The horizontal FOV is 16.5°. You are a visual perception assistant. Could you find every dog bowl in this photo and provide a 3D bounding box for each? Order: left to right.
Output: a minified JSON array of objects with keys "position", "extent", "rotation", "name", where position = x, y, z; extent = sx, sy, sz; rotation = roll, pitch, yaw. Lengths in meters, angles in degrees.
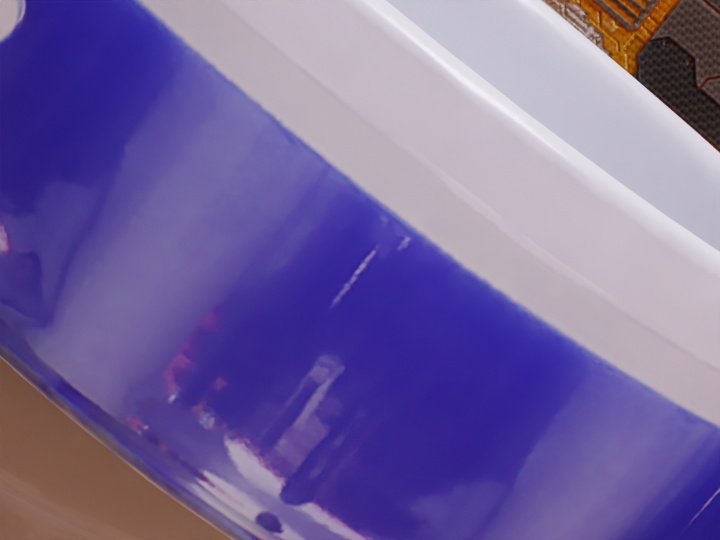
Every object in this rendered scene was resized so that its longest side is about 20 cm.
[{"position":[-0.004,-0.020,0.451],"extent":[0.200,0.079,0.200],"rotation":[37,12,-9],"name":"dog bowl"}]

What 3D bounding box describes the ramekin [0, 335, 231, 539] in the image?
[{"position":[-0.097,0.018,0.480],"extent":[0.200,0.105,0.200],"rotation":[36,12,-9],"name":"ramekin"}]
